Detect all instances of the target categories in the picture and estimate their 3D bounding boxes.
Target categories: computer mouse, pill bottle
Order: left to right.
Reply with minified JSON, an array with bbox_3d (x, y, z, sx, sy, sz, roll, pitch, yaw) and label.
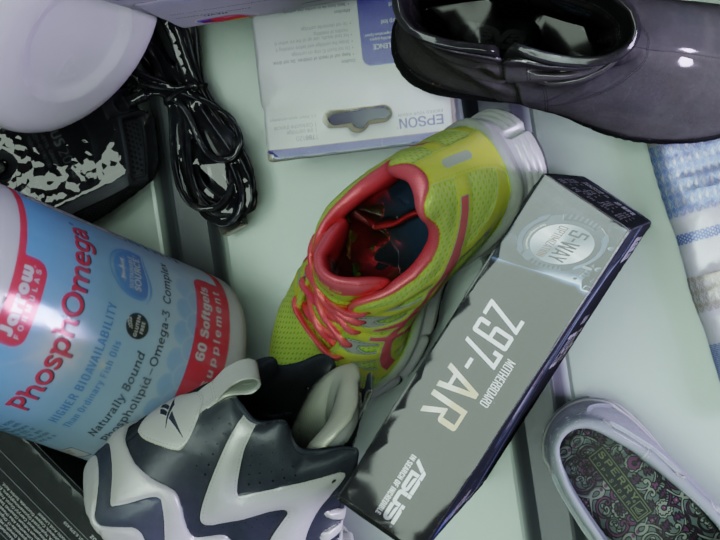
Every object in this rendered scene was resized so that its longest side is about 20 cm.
[{"bbox_3d":[-0.196,-0.161,0.935,0.200,0.112,0.113,40,100,31],"label":"pill bottle"},{"bbox_3d":[-0.161,0.022,0.904,0.199,0.109,0.109,24,99,-34],"label":"pill bottle"},{"bbox_3d":[-0.160,-0.054,0.985,0.199,0.053,0.139,-23,86,-1],"label":"computer mouse"}]

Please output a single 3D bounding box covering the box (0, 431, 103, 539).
[{"bbox_3d":[-0.210,0.123,0.985,0.200,0.079,0.141,44,97,6],"label":"box"}]

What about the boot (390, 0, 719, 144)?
[{"bbox_3d":[0.109,-0.097,0.846,0.198,0.132,0.070,1,89,-3],"label":"boot"}]

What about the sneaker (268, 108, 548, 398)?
[{"bbox_3d":[0.000,0.000,0.903,0.078,0.090,0.200,51,129,19],"label":"sneaker"}]

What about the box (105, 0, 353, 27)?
[{"bbox_3d":[-0.034,-0.143,0.820,0.155,0.200,0.042,-8,89,12],"label":"box"}]

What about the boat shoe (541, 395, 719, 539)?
[{"bbox_3d":[0.157,0.147,0.912,0.070,0.071,0.201,-43,84,10],"label":"boat shoe"}]

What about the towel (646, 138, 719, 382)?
[{"bbox_3d":[0.219,-0.040,0.917,0.146,0.024,0.202,-16,89,13],"label":"towel"}]

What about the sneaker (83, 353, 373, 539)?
[{"bbox_3d":[-0.019,0.108,0.900,0.129,0.080,0.199,-42,118,18],"label":"sneaker"}]

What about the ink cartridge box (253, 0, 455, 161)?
[{"bbox_3d":[-0.006,-0.158,0.943,0.099,0.039,0.202,-5,90,12],"label":"ink cartridge box"}]

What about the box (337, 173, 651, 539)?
[{"bbox_3d":[0.067,0.034,0.861,0.043,0.200,0.161,33,97,8],"label":"box"}]
